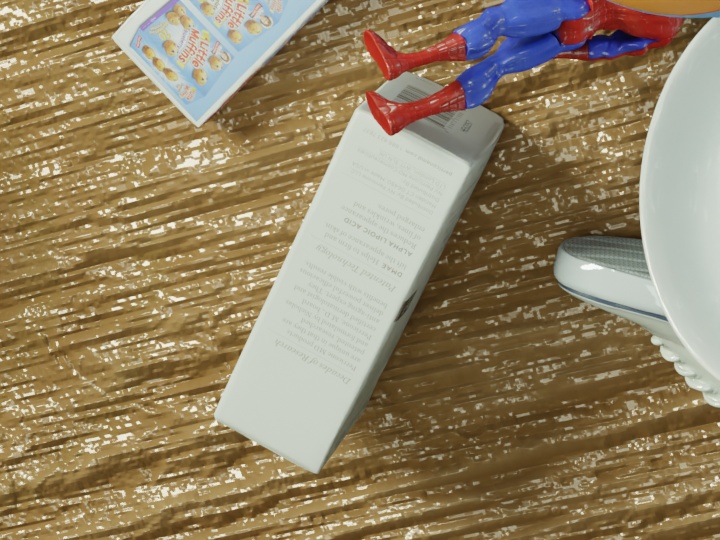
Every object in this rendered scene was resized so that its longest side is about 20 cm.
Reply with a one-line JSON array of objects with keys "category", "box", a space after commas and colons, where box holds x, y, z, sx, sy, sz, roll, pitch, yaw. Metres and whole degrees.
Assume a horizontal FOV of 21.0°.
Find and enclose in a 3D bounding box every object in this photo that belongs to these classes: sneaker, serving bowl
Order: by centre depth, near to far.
[{"category": "serving bowl", "box": [0.224, -0.035, 0.914, 0.200, 0.066, 0.201, -3, 86, 53]}, {"category": "sneaker", "box": [0.195, 0.039, 1.041, 0.199, 0.073, 0.071, 18, 111, 8]}]

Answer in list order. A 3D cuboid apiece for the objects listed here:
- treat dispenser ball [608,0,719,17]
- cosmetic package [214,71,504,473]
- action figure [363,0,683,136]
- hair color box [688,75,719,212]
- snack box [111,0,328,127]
[{"category": "treat dispenser ball", "box": [0.148, -0.212, 0.852, 0.200, 0.201, 0.202, 4, 109, 13]}, {"category": "cosmetic package", "box": [0.000, 0.000, 1.063, 0.074, 0.102, 0.201, 27, 113, 6]}, {"category": "action figure", "box": [0.097, -0.127, 0.985, 0.199, 0.052, 0.066, -18, 134, -14]}, {"category": "hair color box", "box": [0.227, -0.087, 0.998, 0.099, 0.061, 0.201, 18, 111, 9]}, {"category": "snack box", "box": [-0.046, -0.170, 1.059, 0.072, 0.024, 0.200, 46, 112, -4]}]
